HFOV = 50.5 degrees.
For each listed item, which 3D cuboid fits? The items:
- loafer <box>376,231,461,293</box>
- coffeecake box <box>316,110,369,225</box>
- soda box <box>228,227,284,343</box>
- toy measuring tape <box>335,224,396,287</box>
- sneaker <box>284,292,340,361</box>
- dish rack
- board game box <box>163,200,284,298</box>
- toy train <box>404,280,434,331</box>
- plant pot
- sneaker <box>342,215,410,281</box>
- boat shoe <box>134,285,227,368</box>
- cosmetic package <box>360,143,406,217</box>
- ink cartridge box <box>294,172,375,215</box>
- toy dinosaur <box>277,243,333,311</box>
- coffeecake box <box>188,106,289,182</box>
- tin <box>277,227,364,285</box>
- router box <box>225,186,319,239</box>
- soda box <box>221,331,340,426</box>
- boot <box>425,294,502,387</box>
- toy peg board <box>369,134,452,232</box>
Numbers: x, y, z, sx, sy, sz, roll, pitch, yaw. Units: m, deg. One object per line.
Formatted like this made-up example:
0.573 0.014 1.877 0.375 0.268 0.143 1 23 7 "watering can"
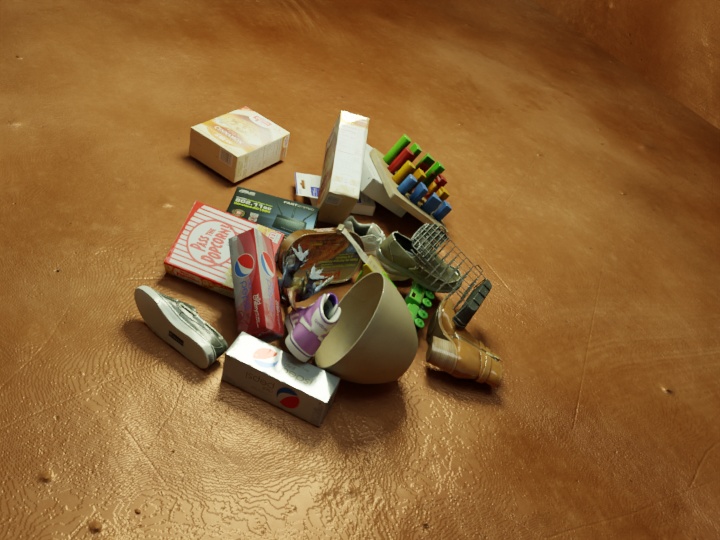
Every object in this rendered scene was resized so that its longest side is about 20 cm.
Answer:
0.130 -0.019 1.599 0.196 0.071 0.076 23 36 -6 "loafer"
-0.043 -0.229 1.731 0.071 0.154 0.205 12 68 -12 "coffeecake box"
-0.193 0.030 1.408 0.070 0.062 0.205 36 39 -59 "soda box"
0.000 0.000 1.567 0.201 0.073 0.074 50 35 -13 "toy measuring tape"
-0.078 0.086 1.385 0.072 0.115 0.201 38 7 -14 "sneaker"
0.175 0.000 1.530 0.200 0.055 0.153 47 33 1 "dish rack"
-0.267 -0.034 1.509 0.195 0.047 0.154 19 61 3 "board game box"
0.121 0.062 1.590 0.056 0.042 0.201 32 37 -4 "toy train"
0.027 0.126 1.383 0.133 0.200 0.203 37 33 -19 "plant pot"
0.039 -0.050 1.660 0.195 0.094 0.076 22 36 5 "sneaker"
-0.321 0.093 1.360 0.199 0.071 0.063 40 42 14 "boat shoe"
0.035 -0.237 1.873 0.149 0.052 0.202 31 24 -41 "cosmetic package"
-0.064 -0.184 1.834 0.194 0.038 0.096 9 39 -16 "ink cartridge box"
-0.135 0.030 1.428 0.105 0.182 0.200 40 46 2 "toy dinosaur"
-0.292 -0.309 1.851 0.152 0.074 0.199 31 39 19 "coffeecake box"
-0.081 -0.028 1.565 0.196 0.115 0.042 -5 20 -36 "tin"
-0.195 -0.095 1.645 0.194 0.063 0.151 15 37 -4 "router box"
-0.139 0.187 1.318 0.196 0.065 0.068 25 37 8 "soda box"
0.211 0.140 1.513 0.152 0.078 0.201 21 29 -4 "boot"
0.141 -0.217 1.834 0.198 0.098 0.201 31 25 -35 "toy peg board"
